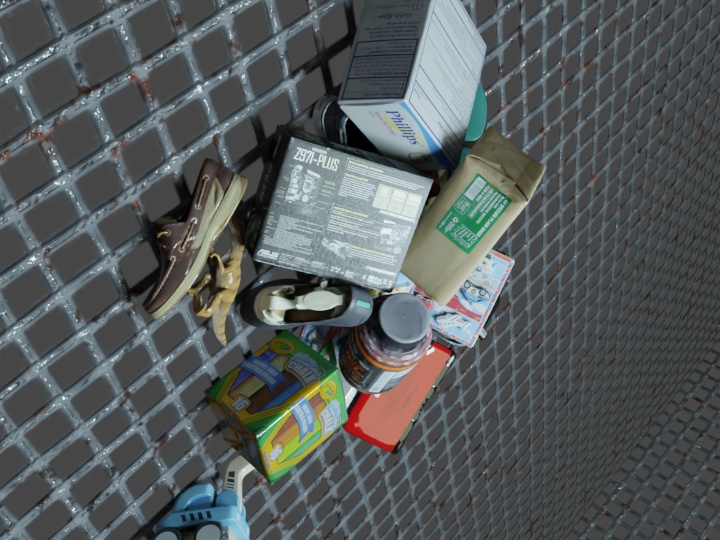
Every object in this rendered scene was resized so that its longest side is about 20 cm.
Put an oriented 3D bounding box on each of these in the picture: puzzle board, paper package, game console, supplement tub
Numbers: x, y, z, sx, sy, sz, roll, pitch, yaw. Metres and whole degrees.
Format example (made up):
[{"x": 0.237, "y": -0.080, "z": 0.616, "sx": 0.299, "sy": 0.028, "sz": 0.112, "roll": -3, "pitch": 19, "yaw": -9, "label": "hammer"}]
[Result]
[{"x": -0.006, "y": 0.066, "z": 1.273, "sx": 0.150, "sy": 0.017, "sz": 0.200, "roll": 2, "pitch": 136, "yaw": -22, "label": "puzzle board"}, {"x": 0.150, "y": -0.077, "z": 1.187, "sx": 0.200, "sy": 0.103, "sz": 0.191, "roll": -54, "pitch": 178, "yaw": 29, "label": "paper package"}, {"x": 0.119, "y": 0.009, "z": 1.342, "sx": 0.151, "sy": 0.199, "sz": 0.017, "roll": -65, "pitch": 169, "yaw": 6, "label": "puzzle board"}, {"x": 0.067, "y": 0.195, "z": 1.448, "sx": 0.172, "sy": 0.119, "sz": 0.200, "roll": 29, "pitch": 93, "yaw": -25, "label": "game console"}, {"x": 0.036, "y": 0.098, "z": 1.189, "sx": 0.107, "sy": 0.107, "sz": 0.200, "roll": -42, "pitch": 171, "yaw": -26, "label": "supplement tub"}]

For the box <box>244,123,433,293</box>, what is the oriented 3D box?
[{"x": -0.032, "y": -0.079, "z": 1.107, "sx": 0.199, "sy": 0.086, "sz": 0.164, "roll": 13, "pitch": 106, "yaw": -21, "label": "box"}]

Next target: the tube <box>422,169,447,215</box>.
[{"x": 0.124, "y": -0.103, "z": 1.412, "sx": 0.058, "sy": 0.052, "sz": 0.200, "roll": 35, "pitch": 89, "yaw": -16, "label": "tube"}]

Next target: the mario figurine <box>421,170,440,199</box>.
[{"x": 0.080, "y": -0.192, "z": 1.284, "sx": 0.123, "sy": 0.106, "sz": 0.201, "roll": 22, "pitch": 85, "yaw": -22, "label": "mario figurine"}]

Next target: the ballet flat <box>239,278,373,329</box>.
[{"x": -0.083, "y": 0.042, "z": 1.119, "sx": 0.073, "sy": 0.199, "sz": 0.073, "roll": -1, "pitch": 90, "yaw": -67, "label": "ballet flat"}]

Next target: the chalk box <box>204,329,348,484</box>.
[{"x": -0.101, "y": 0.183, "z": 1.239, "sx": 0.200, "sy": 0.124, "sz": 0.125, "roll": -37, "pitch": 140, "yaw": -25, "label": "chalk box"}]

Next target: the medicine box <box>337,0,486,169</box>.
[{"x": 0.074, "y": -0.262, "z": 1.126, "sx": 0.182, "sy": 0.103, "sz": 0.201, "roll": 39, "pitch": 62, "yaw": -56, "label": "medicine box"}]

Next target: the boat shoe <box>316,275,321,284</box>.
[{"x": 0.000, "y": 0.000, "z": 1.273, "sx": 0.072, "sy": 0.072, "sz": 0.200, "roll": 17, "pitch": 108, "yaw": -56, "label": "boat shoe"}]

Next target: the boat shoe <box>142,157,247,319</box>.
[{"x": -0.212, "y": -0.040, "z": 1.009, "sx": 0.072, "sy": 0.072, "sz": 0.200, "roll": 32, "pitch": 87, "yaw": -19, "label": "boat shoe"}]

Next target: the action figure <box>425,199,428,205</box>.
[{"x": -0.006, "y": -0.082, "z": 1.195, "sx": 0.199, "sy": 0.066, "sz": 0.052, "roll": -16, "pitch": 131, "yaw": -8, "label": "action figure"}]

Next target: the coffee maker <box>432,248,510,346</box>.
[{"x": 0.164, "y": 0.013, "z": 1.466, "sx": 0.200, "sy": 0.134, "sz": 0.193, "roll": 50, "pitch": 55, "yaw": -64, "label": "coffee maker"}]

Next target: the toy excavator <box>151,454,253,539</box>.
[{"x": -0.204, "y": 0.343, "z": 1.263, "sx": 0.194, "sy": 0.201, "sz": 0.100, "roll": -10, "pitch": 138, "yaw": 6, "label": "toy excavator"}]

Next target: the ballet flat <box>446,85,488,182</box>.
[{"x": 0.161, "y": -0.195, "z": 1.358, "sx": 0.068, "sy": 0.068, "sz": 0.201, "roll": 103, "pitch": -4, "yaw": -78, "label": "ballet flat"}]

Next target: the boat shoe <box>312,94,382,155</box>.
[{"x": -0.001, "y": -0.160, "z": 1.184, "sx": 0.072, "sy": 0.068, "sz": 0.200, "roll": -49, "pitch": 145, "yaw": -17, "label": "boat shoe"}]

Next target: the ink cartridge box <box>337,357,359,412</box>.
[{"x": 0.018, "y": 0.150, "z": 1.432, "sx": 0.200, "sy": 0.067, "sz": 0.116, "roll": -56, "pitch": 146, "yaw": -4, "label": "ink cartridge box"}]

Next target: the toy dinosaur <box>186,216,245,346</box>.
[{"x": -0.180, "y": 0.033, "z": 1.097, "sx": 0.106, "sy": 0.060, "sz": 0.201, "roll": -12, "pitch": 123, "yaw": -50, "label": "toy dinosaur"}]
